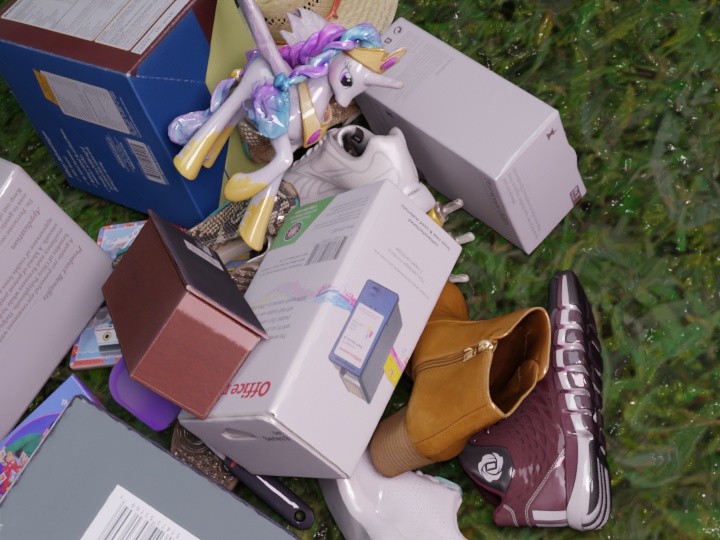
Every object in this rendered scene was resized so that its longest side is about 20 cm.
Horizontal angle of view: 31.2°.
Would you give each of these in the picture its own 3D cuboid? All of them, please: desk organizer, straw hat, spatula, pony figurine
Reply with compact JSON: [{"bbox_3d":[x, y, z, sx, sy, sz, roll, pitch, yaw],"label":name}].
[{"bbox_3d":[-0.140,0.029,0.981,0.077,0.071,0.200,-54,24,5],"label":"desk organizer"},{"bbox_3d":[-0.066,-0.274,1.272,0.198,0.085,0.204,-12,54,17],"label":"straw hat"},{"bbox_3d":[-0.113,0.134,1.008,0.199,0.021,0.057,40,90,9],"label":"spatula"},{"bbox_3d":[-0.067,-0.149,1.032,0.200,0.166,0.194,-46,55,17],"label":"pony figurine"}]

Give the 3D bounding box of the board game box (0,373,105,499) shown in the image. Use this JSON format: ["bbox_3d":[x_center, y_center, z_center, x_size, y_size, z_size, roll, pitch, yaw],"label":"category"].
[{"bbox_3d":[-0.229,0.197,1.056,0.134,0.045,0.200,-43,52,-8],"label":"board game box"}]

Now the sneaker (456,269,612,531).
[{"bbox_3d":[0.119,0.095,0.952,0.114,0.076,0.203,-11,55,21],"label":"sneaker"}]

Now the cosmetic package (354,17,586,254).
[{"bbox_3d":[0.086,-0.115,1.083,0.081,0.113,0.200,-43,50,-8],"label":"cosmetic package"}]

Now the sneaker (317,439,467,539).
[{"bbox_3d":[0.030,0.169,0.955,0.087,0.076,0.200,-23,46,-18],"label":"sneaker"}]

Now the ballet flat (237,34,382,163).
[{"bbox_3d":[-0.037,-0.156,1.184,0.199,0.066,0.071,-29,63,-32],"label":"ballet flat"}]

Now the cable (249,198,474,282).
[{"bbox_3d":[0.000,0.000,1.096,0.197,0.050,0.099,-12,67,24],"label":"cable"}]

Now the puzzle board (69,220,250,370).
[{"bbox_3d":[-0.166,0.012,1.171,0.197,0.017,0.153,-7,56,20],"label":"puzzle board"}]

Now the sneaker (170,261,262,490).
[{"bbox_3d":[-0.098,0.095,1.060,0.069,0.076,0.203,17,87,9],"label":"sneaker"}]

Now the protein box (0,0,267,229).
[{"bbox_3d":[-0.201,-0.166,1.178,0.198,0.200,0.135,19,59,34],"label":"protein box"}]

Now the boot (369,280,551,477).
[{"bbox_3d":[0.085,0.056,0.938,0.143,0.071,0.202,-35,22,40],"label":"boot"}]

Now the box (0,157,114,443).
[{"bbox_3d":[-0.365,0.009,1.153,0.198,0.172,0.200,21,70,39],"label":"box"}]

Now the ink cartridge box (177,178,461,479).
[{"bbox_3d":[-0.032,0.047,0.957,0.145,0.087,0.202,-12,43,55],"label":"ink cartridge box"}]

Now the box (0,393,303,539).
[{"bbox_3d":[-0.124,0.210,0.873,0.198,0.199,0.124,30,73,16],"label":"box"}]

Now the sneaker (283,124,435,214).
[{"bbox_3d":[-0.018,-0.085,1.102,0.075,0.082,0.198,-33,24,-34],"label":"sneaker"}]

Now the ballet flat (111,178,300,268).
[{"bbox_3d":[-0.133,-0.012,1.114,0.198,0.068,0.076,-23,72,25],"label":"ballet flat"}]
